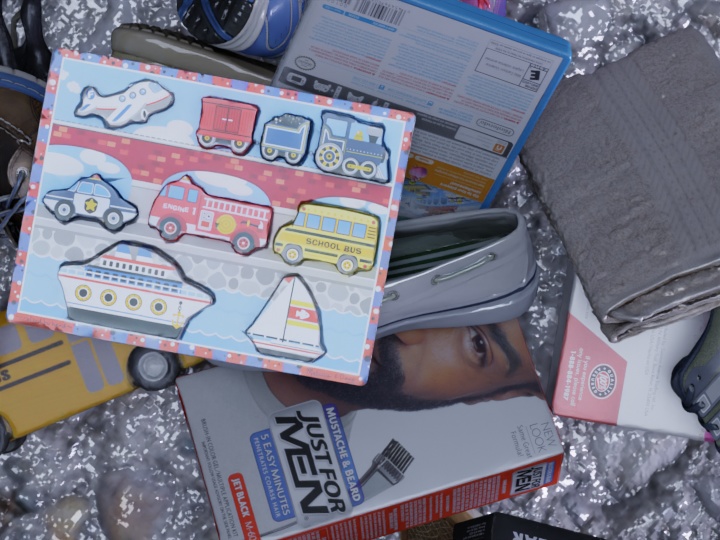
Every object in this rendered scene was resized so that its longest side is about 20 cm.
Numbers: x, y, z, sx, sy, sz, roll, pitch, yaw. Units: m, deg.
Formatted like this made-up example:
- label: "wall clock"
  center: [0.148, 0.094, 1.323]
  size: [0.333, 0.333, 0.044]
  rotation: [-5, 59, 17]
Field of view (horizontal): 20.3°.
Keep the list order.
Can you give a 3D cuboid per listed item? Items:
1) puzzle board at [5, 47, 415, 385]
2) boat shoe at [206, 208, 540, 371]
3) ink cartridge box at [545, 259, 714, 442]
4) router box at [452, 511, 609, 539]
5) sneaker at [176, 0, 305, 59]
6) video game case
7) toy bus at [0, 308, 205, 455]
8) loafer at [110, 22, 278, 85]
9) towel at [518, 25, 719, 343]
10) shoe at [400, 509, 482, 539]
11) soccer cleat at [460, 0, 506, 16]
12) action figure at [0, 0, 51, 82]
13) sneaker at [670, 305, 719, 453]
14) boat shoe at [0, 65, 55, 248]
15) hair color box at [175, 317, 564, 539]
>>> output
- label: "puzzle board"
  center: [-0.081, -0.028, 1.082]
  size: [0.199, 0.017, 0.151]
  rotation: [10, 91, -1]
- label: "boat shoe"
  center: [0.000, 0.000, 1.128]
  size: [0.199, 0.074, 0.067]
  rotation: [-13, 134, -4]
- label: "ink cartridge box"
  center: [0.216, 0.042, 1.175]
  size: [0.199, 0.067, 0.117]
  rotation: [10, 91, 2]
- label: "router box"
  center: [0.139, 0.236, 1.129]
  size: [0.199, 0.052, 0.158]
  rotation: [16, 70, -21]
- label: "sneaker"
  center: [-0.060, -0.217, 1.176]
  size: [0.075, 0.077, 0.201]
  rotation: [-2, 74, 36]
- label: "video game case"
  center: [0.012, -0.070, 1.123]
  size: [0.143, 0.018, 0.200]
  rotation: [17, 128, -13]
- label: "toy bus"
  center: [-0.189, 0.058, 1.179]
  size: [0.199, 0.065, 0.079]
  rotation: [-22, 89, 1]
- label: "loafer"
  center: [-0.056, -0.086, 1.173]
  size: [0.199, 0.076, 0.069]
  rotation: [19, 101, -3]
- label: "towel"
  center: [0.164, -0.054, 1.130]
  size: [0.132, 0.035, 0.200]
  rotation: [-22, 46, 0]
- label: "shoe"
  center: [0.094, 0.215, 1.191]
  size: [0.070, 0.053, 0.200]
  rotation: [-36, 86, 35]
- label: "soccer cleat"
  center: [0.058, -0.177, 1.167]
  size: [0.066, 0.076, 0.201]
  rotation: [1, 91, 0]
- label: "action figure"
  center: [-0.219, -0.195, 1.152]
  size: [0.102, 0.119, 0.201]
  rotation: [-23, 101, 20]
- label: "sneaker"
  center: [0.212, 0.080, 1.113]
  size: [0.081, 0.074, 0.201]
  rotation: [1, 84, 8]
- label: "boat shoe"
  center: [-0.177, -0.052, 1.124]
  size: [0.200, 0.072, 0.073]
  rotation: [23, 49, -32]
- label: "hair color box"
  center: [0.005, 0.092, 1.153]
  size: [0.199, 0.064, 0.111]
  rotation: [-16, 68, -6]
